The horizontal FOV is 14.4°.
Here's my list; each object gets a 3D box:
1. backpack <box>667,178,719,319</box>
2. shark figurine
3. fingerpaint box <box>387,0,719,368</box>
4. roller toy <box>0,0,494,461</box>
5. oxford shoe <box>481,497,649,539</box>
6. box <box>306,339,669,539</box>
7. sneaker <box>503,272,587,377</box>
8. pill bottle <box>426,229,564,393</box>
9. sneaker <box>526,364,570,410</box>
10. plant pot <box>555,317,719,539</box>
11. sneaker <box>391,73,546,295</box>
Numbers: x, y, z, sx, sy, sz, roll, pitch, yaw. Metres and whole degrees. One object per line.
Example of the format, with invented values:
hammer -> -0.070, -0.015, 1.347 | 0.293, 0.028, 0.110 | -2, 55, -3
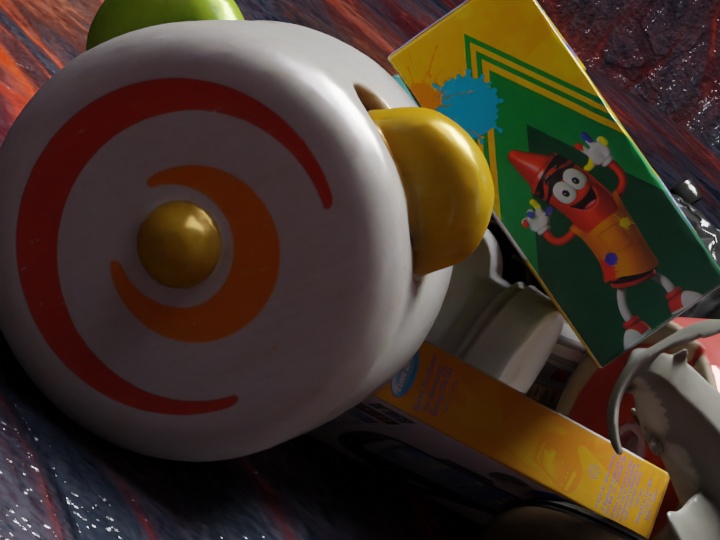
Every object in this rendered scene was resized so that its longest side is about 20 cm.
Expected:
backpack -> 0.181, 0.061, 1.695 | 0.127, 0.167, 0.200 | 54, 5, 37
shark figurine -> 0.168, 0.072, 1.275 | 0.128, 0.089, 0.214 | -102, 166, -50
fingerpaint box -> 0.091, -0.048, 1.320 | 0.167, 0.073, 0.200 | 55, 3, 1
roller toy -> -0.057, -0.013, 1.193 | 0.200, 0.182, 0.140 | 28, 11, 10
oxford shoe -> 0.113, 0.166, 1.252 | 0.084, 0.073, 0.200 | 12, 24, -48
box -> 0.034, 0.073, 1.341 | 0.200, 0.041, 0.119 | 27, -17, -28
sneaker -> 0.083, -0.020, 1.563 | 0.115, 0.075, 0.200 | 20, 26, -18
pill bottle -> 0.000, 0.000, 1.452 | 0.200, 0.109, 0.109 | 34, 11, 15
sneaker -> 0.095, 0.069, 1.579 | 0.200, 0.071, 0.112 | 26, 18, -29
plant pot -> 0.203, 0.112, 1.467 | 0.177, 0.200, 0.200 | 17, 20, -30
sneaker -> 0.087, -0.048, 1.479 | 0.200, 0.078, 0.080 | 33, 54, 17
